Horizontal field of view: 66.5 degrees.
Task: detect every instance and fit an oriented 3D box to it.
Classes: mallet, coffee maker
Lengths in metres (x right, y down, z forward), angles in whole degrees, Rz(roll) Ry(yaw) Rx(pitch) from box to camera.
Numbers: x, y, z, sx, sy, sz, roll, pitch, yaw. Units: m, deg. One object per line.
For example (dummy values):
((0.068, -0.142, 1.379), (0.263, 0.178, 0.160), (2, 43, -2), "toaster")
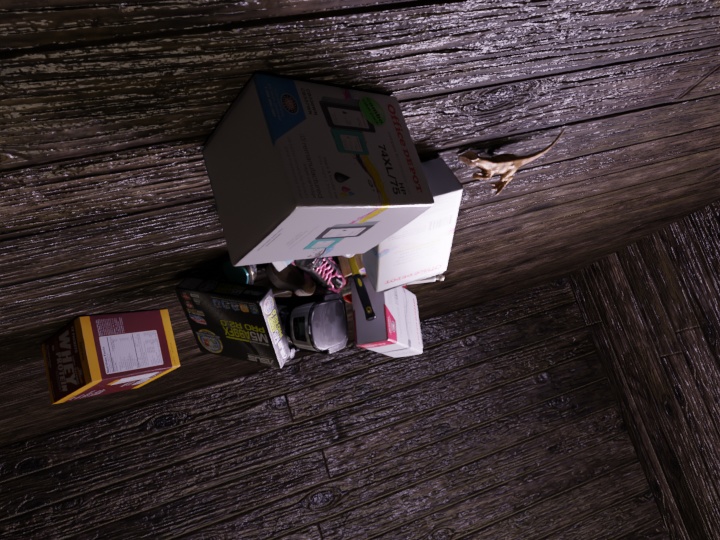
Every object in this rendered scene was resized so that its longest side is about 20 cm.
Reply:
((0.000, 0.000, 1.041), (0.065, 0.202, 0.041), (-20, 153, -13), "mallet")
((-0.128, 0.101, 1.146), (0.197, 0.136, 0.192), (-3, -154, 28), "coffee maker")

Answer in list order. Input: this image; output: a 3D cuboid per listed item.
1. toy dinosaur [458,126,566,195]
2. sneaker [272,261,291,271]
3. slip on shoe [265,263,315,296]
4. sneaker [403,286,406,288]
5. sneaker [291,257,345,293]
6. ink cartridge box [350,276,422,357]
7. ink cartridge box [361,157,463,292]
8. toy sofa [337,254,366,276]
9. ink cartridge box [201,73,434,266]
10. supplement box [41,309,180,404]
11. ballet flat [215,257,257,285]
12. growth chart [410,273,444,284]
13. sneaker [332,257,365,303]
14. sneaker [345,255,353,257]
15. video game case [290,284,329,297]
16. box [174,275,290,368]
((0.255, -0.181, 0.939), (0.197, 0.061, 0.106), (-14, 165, -21), "toy dinosaur")
((-0.135, -0.066, 0.894), (0.082, 0.074, 0.200), (-40, 169, -8), "sneaker")
((-0.134, 0.008, 1.184), (0.060, 0.076, 0.200), (-38, 160, 9), "slip on shoe")
((0.109, -0.004, 1.351), (0.197, 0.117, 0.078), (-13, 167, -23), "sneaker")
((-0.073, -0.006, 1.074), (0.079, 0.095, 0.200), (-49, 163, -6), "sneaker")
((0.062, 0.108, 1.237), (0.082, 0.148, 0.200), (-14, 158, 23), "ink cartridge box")
((0.079, -0.071, 0.924), (0.142, 0.085, 0.202), (-16, 141, -14), "ink cartridge box")
((0.037, -0.037, 1.189), (0.097, 0.084, 0.199), (-23, 167, 26), "toy sofa")
((-0.047, -0.106, 0.626), (0.198, 0.149, 0.145), (-8, 163, -42), "ink cartridge box")
((-0.543, 0.185, 1.193), (0.196, 0.135, 0.199), (-27, 165, 35), "supplement box")
((-0.239, 0.009, 1.068), (0.071, 0.073, 0.200), (-9, 165, -33), "ballet flat")
((0.090, -0.051, 1.048), (0.142, 0.018, 0.202), (-13, 124, 3), "growth chart")
((-0.011, 0.026, 1.328), (0.066, 0.109, 0.201), (-20, 167, 14), "sneaker")
((-0.022, -0.077, 0.955), (0.099, 0.075, 0.200), (-39, 170, 14), "sneaker")
((-0.134, 0.097, 1.328), (0.142, 0.202, 0.019), (-26, 124, 34), "video game case")
((-0.241, 0.097, 1.042), (0.197, 0.162, 0.044), (7, -144, 25), "box")
